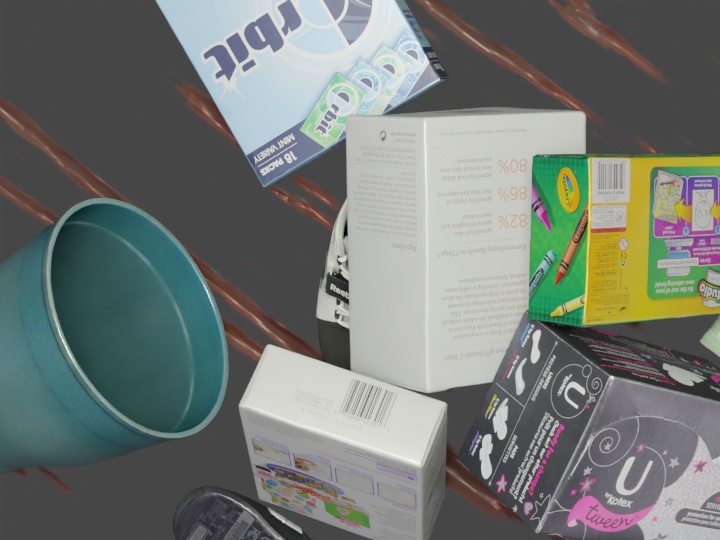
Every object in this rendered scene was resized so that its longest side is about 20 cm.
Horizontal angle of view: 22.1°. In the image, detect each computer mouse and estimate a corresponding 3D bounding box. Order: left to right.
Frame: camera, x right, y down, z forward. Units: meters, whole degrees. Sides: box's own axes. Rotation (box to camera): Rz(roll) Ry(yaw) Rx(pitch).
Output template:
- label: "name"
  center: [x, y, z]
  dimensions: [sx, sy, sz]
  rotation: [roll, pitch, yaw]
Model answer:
- label: "computer mouse"
  center: [-0.078, 0.269, 1.536]
  dimensions: [0.200, 0.046, 0.141]
  rotation: [31, 108, 3]

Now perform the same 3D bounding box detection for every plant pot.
- label: "plant pot"
  center: [-0.240, 0.071, 1.480]
  dimensions: [0.188, 0.200, 0.200]
  rotation: [-27, 91, 30]

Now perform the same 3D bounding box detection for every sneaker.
- label: "sneaker"
  center: [0.000, 0.000, 1.458]
  dimensions: [0.074, 0.089, 0.200]
  rotation: [11, 101, 10]

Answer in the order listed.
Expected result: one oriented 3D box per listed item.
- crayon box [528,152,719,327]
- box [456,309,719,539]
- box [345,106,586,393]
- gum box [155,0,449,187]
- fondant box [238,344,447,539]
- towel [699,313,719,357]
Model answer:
- label: "crayon box"
  center: [0.212, -0.026, 1.347]
  dimensions: [0.058, 0.200, 0.119]
  rotation: [7, 98, 50]
- label: "box"
  center: [0.197, 0.127, 1.358]
  dimensions: [0.200, 0.115, 0.132]
  rotation: [15, 104, -35]
- label: "box"
  center: [0.080, -0.020, 1.389]
  dimensions: [0.106, 0.152, 0.200]
  rotation: [10, 103, 56]
- label: "gum box"
  center: [-0.053, -0.195, 1.466]
  dimensions: [0.170, 0.045, 0.200]
  rotation: [-30, 91, 15]
- label: "fondant box"
  center: [-0.010, 0.142, 1.424]
  dimensions: [0.144, 0.200, 0.058]
  rotation: [18, 64, 11]
- label: "towel"
  center: [0.379, 0.019, 1.404]
  dimensions: [0.152, 0.023, 0.200]
  rotation: [36, 105, 7]
